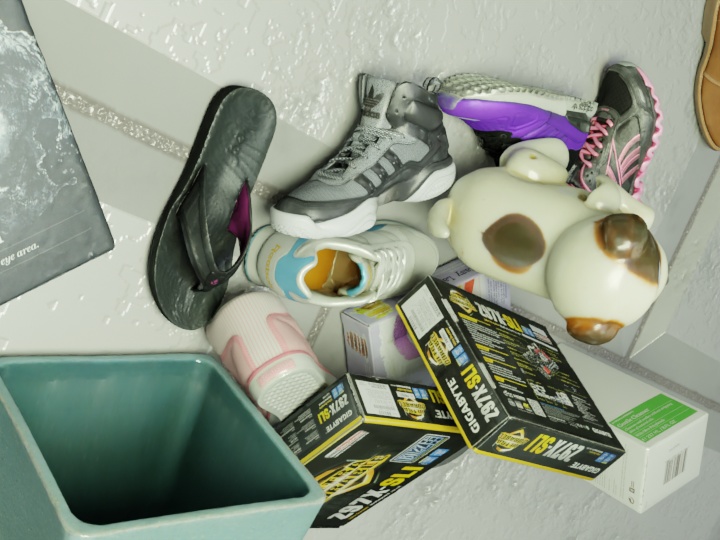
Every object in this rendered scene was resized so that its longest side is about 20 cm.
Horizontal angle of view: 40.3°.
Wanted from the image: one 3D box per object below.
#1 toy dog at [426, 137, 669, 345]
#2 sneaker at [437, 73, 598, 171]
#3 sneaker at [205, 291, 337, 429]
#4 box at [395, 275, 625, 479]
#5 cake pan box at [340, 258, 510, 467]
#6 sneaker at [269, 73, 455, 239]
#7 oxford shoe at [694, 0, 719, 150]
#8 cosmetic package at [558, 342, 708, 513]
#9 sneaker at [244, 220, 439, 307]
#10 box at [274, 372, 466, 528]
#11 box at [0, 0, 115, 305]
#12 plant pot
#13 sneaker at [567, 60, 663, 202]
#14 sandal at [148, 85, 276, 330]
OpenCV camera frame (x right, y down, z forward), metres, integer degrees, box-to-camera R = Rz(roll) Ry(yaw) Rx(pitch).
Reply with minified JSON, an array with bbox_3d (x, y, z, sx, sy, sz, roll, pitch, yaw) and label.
[{"bbox_3d":[0.175,-0.027,0.843,0.193,0.200,0.140,9,109,-40],"label":"toy dog"},{"bbox_3d":[0.150,-0.127,0.941,0.199,0.069,0.100,1,110,-39],"label":"sneaker"},{"bbox_3d":[-0.073,0.079,0.847,0.075,0.105,0.200,-33,158,-7],"label":"sneaker"},{"bbox_3d":[0.138,0.100,0.887,0.199,0.160,0.049,22,120,-45],"label":"box"},{"bbox_3d":[0.073,0.101,0.987,0.183,0.052,0.201,-21,120,-29],"label":"cake pan box"},{"bbox_3d":[0.001,-0.103,0.829,0.199,0.075,0.115,-24,121,-37],"label":"sneaker"},{"bbox_3d":[0.435,-0.228,1.135,0.071,0.071,0.201,-26,124,-30],"label":"oxford shoe"},{"bbox_3d":[0.257,0.165,1.061,0.107,0.200,0.085,-20,121,-35],"label":"cosmetic package"},{"bbox_3d":[0.000,0.000,0.864,0.199,0.081,0.077,-5,109,-39],"label":"sneaker"},{"bbox_3d":[-0.015,0.166,0.867,0.159,0.050,0.200,14,136,-46],"label":"box"},{"bbox_3d":[-0.282,-0.069,0.580,0.196,0.117,0.201,-30,124,-26],"label":"box"},{"bbox_3d":[-0.178,0.199,0.733,0.195,0.196,0.201,2,117,-40],"label":"plant pot"},{"bbox_3d":[0.256,-0.119,1.038,0.095,0.079,0.201,-8,112,-25],"label":"sneaker"},{"bbox_3d":[-0.114,-0.046,0.772,0.075,0.048,0.202,10,101,-41],"label":"sandal"}]
